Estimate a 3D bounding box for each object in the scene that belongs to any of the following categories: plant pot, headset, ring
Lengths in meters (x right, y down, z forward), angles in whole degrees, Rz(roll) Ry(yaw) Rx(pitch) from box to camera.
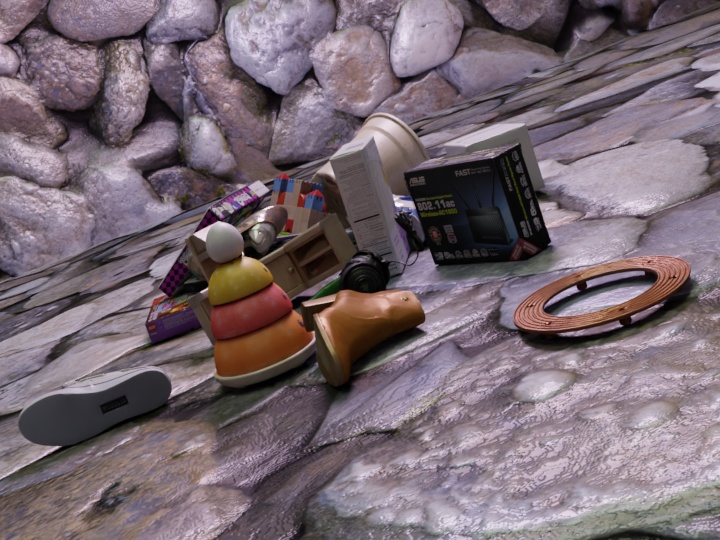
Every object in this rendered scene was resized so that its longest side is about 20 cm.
[{"bbox_3d":[0.010,-0.175,2.111,0.183,0.202,0.200,-35,18,-29],"label":"plant pot"},{"bbox_3d":[0.000,0.000,1.563,0.199,0.095,0.124,-29,10,14],"label":"headset"},{"bbox_3d":[0.263,0.030,1.190,0.198,0.019,0.201,-19,13,5],"label":"ring"}]

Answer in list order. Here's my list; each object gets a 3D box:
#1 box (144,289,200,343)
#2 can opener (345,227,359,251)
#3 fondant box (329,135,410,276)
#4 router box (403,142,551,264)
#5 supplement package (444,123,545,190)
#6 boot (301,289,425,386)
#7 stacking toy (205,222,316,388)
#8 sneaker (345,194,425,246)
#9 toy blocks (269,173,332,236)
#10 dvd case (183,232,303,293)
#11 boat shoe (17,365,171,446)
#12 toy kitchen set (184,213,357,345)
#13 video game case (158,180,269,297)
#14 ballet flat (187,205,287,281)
[{"bbox_3d":[-0.298,0.064,1.895,0.135,0.040,0.200,-20,12,-3],"label":"box"},{"bbox_3d":[-0.080,-0.035,1.944,0.198,0.053,0.066,-16,12,17],"label":"can opener"},{"bbox_3d":[0.018,-0.100,1.715,0.058,0.202,0.144,-15,12,12],"label":"fondant box"},{"bbox_3d":[0.164,-0.091,1.562,0.062,0.151,0.199,-29,15,-35],"label":"router box"},{"bbox_3d":[0.234,-0.188,1.934,0.116,0.119,0.200,-21,9,-4],"label":"supplement package"},{"bbox_3d":[0.012,0.069,1.317,0.142,0.072,0.201,-9,22,-10],"label":"boot"},{"bbox_3d":[-0.148,0.035,1.393,0.144,0.202,0.146,-19,13,4],"label":"stacking toy"},{"bbox_3d":[0.072,-0.096,1.872,0.114,0.082,0.198,-16,31,-40],"label":"sneaker"},{"bbox_3d":[-0.115,-0.110,2.055,0.099,0.139,0.199,12,0,-36],"label":"toy blocks"},{"bbox_3d":[-0.191,-0.013,1.886,0.198,0.025,0.150,-8,24,34],"label":"dvd case"},{"bbox_3d":[-0.351,0.169,1.439,0.200,0.075,0.086,-21,12,-13],"label":"boat shoe"},{"bbox_3d":[-0.152,-0.022,1.645,0.199,0.164,0.180,-32,2,-43],"label":"toy kitchen set"},{"bbox_3d":[-0.261,-0.058,1.948,0.201,0.036,0.181,-53,-5,29],"label":"video game case"},{"bbox_3d":[-0.198,-0.040,1.851,0.199,0.069,0.067,-33,38,-12],"label":"ballet flat"}]
